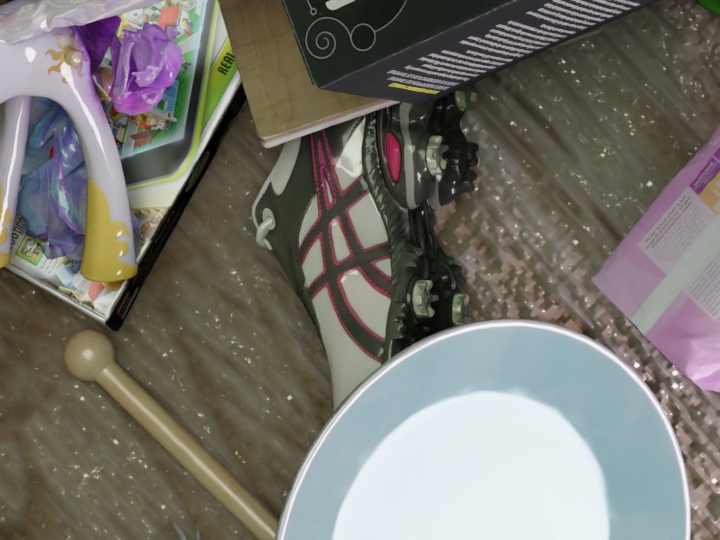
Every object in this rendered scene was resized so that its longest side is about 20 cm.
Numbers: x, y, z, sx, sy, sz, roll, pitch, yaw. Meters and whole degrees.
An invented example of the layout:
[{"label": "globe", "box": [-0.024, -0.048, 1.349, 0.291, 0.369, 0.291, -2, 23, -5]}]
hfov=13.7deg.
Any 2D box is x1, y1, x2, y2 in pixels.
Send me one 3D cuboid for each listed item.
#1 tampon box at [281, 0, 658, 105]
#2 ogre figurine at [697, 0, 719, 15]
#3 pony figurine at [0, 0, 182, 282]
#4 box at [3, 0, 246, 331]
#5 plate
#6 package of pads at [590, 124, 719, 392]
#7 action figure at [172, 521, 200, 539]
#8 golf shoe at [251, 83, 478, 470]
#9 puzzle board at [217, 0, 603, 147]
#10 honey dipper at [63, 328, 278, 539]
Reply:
[{"label": "tampon box", "box": [0.064, -0.171, 1.145, 0.199, 0.126, 0.151, -22, 82, 19]}, {"label": "ogre figurine", "box": [0.147, -0.155, 1.255, 0.098, 0.120, 0.201, -34, 84, -2]}, {"label": "pony figurine", "box": [-0.132, -0.092, 1.206, 0.166, 0.192, 0.201, 20, 117, 42]}, {"label": "box", "box": [-0.105, -0.088, 1.301, 0.110, 0.035, 0.201, 28, 85, 6]}, {"label": "plate", "box": [0.047, 0.116, 1.237, 0.199, 0.026, 0.202, -7, 104, -27]}, {"label": "package of pads", "box": [0.194, -0.041, 1.214, 0.076, 0.120, 0.200, 45, 104, 26]}, {"label": "action figure", "box": [-0.079, 0.203, 1.237, 0.129, 0.069, 0.202, 0, 95, -37]}, {"label": "golf shoe", "box": [0.000, 0.000, 1.277, 0.088, 0.077, 0.201, 0, 79, 21]}, {"label": "puzzle board", "box": [0.003, -0.163, 1.267, 0.150, 0.017, 0.201, -18, 70, 3]}, {"label": "honey dipper", "box": [-0.053, 0.096, 1.277, 0.038, 0.038, 0.200, -45, 82, -3]}]
